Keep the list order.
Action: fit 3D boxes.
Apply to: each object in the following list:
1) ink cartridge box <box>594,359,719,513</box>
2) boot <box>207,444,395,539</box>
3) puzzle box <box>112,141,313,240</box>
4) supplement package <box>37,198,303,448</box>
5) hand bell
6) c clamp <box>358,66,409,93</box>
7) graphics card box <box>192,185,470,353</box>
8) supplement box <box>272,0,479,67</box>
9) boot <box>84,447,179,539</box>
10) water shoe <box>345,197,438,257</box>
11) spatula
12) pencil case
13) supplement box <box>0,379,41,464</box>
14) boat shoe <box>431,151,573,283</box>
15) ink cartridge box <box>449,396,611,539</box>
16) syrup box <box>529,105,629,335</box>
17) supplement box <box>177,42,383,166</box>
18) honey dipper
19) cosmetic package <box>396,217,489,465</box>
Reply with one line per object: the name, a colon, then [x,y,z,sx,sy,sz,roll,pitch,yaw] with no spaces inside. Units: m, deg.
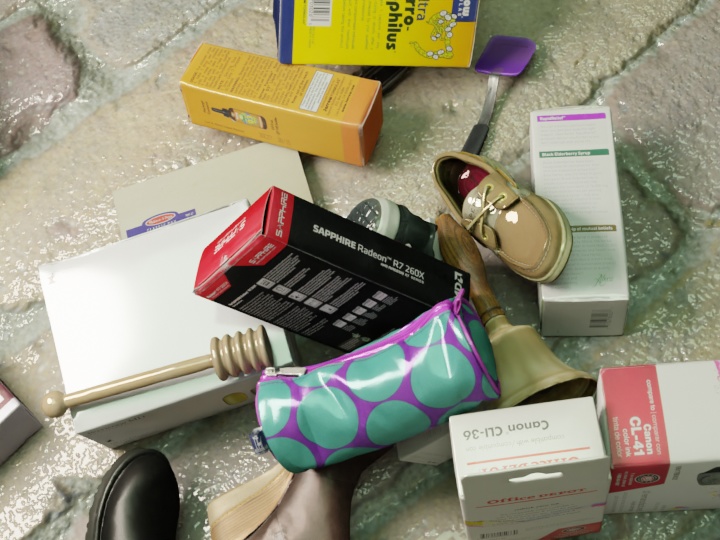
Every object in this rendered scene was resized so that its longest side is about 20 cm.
ink cartridge box: [0.289,0.134,0.909,0.196,0.148,0.087,-3,63,8]
boot: [-0.025,0.229,0.950,0.198,0.072,0.168,-31,60,3]
puzzle box: [-0.143,-0.050,1.133,0.197,0.026,0.135,-17,63,0]
supplement package: [-0.166,0.052,1.022,0.197,0.111,0.158,-18,74,0]
hand bell: [0.111,0.034,0.964,0.103,0.105,0.202,-22,63,-3]
c clamp: [-0.035,-0.235,1.213,0.170,0.027,0.200,38,73,18]
graphics card box: [-0.022,0.011,0.928,0.198,0.125,0.052,23,55,-25]
supplement box: [0.013,-0.278,1.135,0.196,0.111,0.110,0,37,-7]
boot: [-0.153,0.253,0.922,0.156,0.079,0.215,-6,69,39]
water shoe: [0.000,0.000,1.018,0.078,0.200,0.073,19,67,-20]
spatula: [0.128,-0.163,1.151,0.056,0.021,0.203,10,67,27]
pencil case: [0.011,0.091,0.895,0.197,0.093,0.085,-23,18,16]
supplement box: [-0.409,0.112,1.070,0.199,0.061,0.109,40,74,23]
boat shoe: [0.119,-0.051,1.015,0.075,0.066,0.200,-66,29,15]
ink cartridge box: [0.132,0.157,0.890,0.114,0.201,0.069,-9,62,3]
syrup box: [0.201,-0.047,1.050,0.080,0.079,0.203,-1,63,7]
supplement box: [-0.079,-0.168,1.132,0.197,0.067,0.070,14,59,12]
honey dipper: [-0.171,0.088,0.937,0.197,0.038,0.038,-15,62,1]
cosmetic package: [0.066,0.063,1.011,0.050,0.082,0.203,14,58,-33]
